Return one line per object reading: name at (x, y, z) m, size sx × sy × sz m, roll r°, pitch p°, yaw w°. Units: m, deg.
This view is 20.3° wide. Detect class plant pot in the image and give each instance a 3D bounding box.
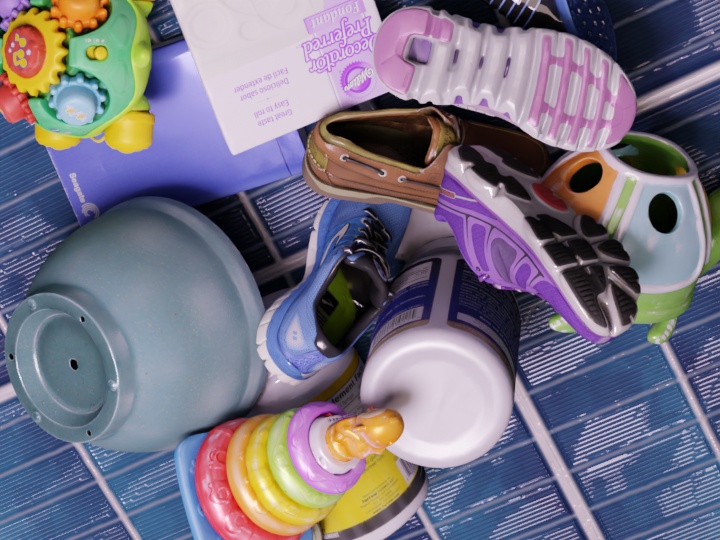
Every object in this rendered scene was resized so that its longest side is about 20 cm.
plant pot at (-0.188, 0.057, 1.551) m, size 0.199 × 0.134 × 0.202 m, roll 13°, pitch 113°, yaw 32°

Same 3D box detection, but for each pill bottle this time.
pill bottle at (0.066, 0.056, 1.555) m, size 0.115 × 0.200 × 0.117 m, roll 3°, pitch 115°, yaw 6°
pill bottle at (-0.036, 0.121, 1.642) m, size 0.114 × 0.114 × 0.201 m, roll -25°, pitch 109°, yaw 16°

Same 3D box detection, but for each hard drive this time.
hard drive at (-0.151, -0.113, 1.598) m, size 0.199 × 0.025 × 0.133 m, roll -16°, pitch 111°, yaw 13°

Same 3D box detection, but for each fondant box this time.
fondant box at (-0.069, -0.208, 1.508) m, size 0.143 × 0.058 × 0.201 m, roll -22°, pitch 112°, yaw -4°

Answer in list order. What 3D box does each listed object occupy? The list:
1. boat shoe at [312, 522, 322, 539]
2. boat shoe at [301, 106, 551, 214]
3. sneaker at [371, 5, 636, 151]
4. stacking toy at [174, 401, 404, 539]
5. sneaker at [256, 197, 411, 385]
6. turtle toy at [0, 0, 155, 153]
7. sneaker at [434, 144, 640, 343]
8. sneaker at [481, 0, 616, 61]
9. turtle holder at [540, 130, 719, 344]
boat shoe at (-0.090, 0.228, 1.660) m, size 0.074 × 0.066 × 0.200 m, roll 52°, pitch 153°, yaw 5°
boat shoe at (0.057, -0.086, 1.534) m, size 0.198 × 0.072 × 0.068 m, roll -2°, pitch 152°, yaw -14°
sneaker at (0.108, -0.145, 1.491) m, size 0.199 × 0.088 × 0.081 m, roll 17°, pitch 95°, yaw 2°
stacking toy at (-0.038, 0.140, 1.483) m, size 0.200 × 0.116 × 0.110 m, roll -32°, pitch 68°, yaw 44°
sneaker at (0.000, 0.000, 1.549) m, size 0.078 × 0.201 × 0.089 m, roll 41°, pitch 147°, yaw -25°
turtle toy at (-0.239, -0.164, 1.520) m, size 0.199 × 0.101 × 0.147 m, roll 4°, pitch 95°, yaw 35°
sneaker at (0.126, -0.010, 1.458) m, size 0.080 × 0.200 × 0.084 m, roll -5°, pitch 130°, yaw -38°
sneaker at (0.120, -0.219, 1.505) m, size 0.078 × 0.070 × 0.201 m, roll -15°, pitch 118°, yaw 35°
turtle holder at (0.215, -0.029, 1.528) m, size 0.184 × 0.141 × 0.132 m, roll 16°, pitch 120°, yaw -6°
